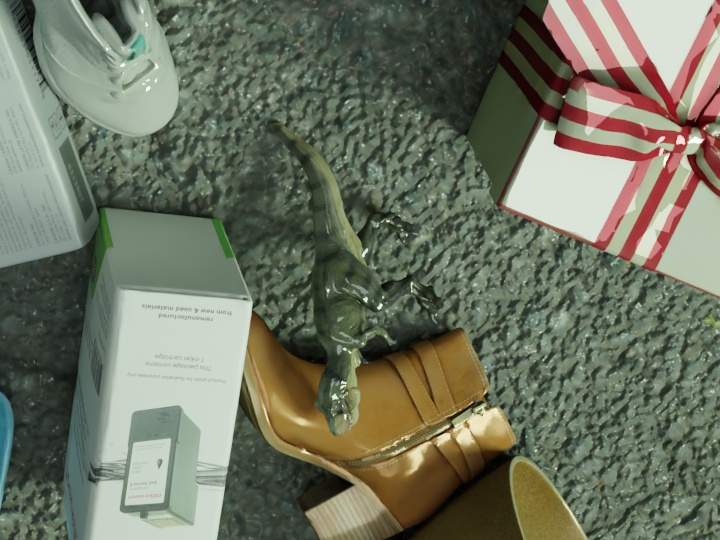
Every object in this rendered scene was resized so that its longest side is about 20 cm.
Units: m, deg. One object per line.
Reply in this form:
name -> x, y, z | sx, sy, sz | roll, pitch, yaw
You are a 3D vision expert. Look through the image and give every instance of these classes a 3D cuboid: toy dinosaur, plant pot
toy dinosaur -> 0.000, 0.000, 1.146 | 0.088, 0.047, 0.202 | -6, 83, -27
plant pot -> 0.063, 0.255, 1.223 | 0.199, 0.187, 0.187 | -30, 114, 14

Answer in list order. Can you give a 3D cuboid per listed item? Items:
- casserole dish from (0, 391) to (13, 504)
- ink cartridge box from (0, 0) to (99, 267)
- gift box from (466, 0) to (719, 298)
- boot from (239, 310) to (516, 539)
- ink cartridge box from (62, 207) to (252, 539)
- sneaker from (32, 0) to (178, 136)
casserole dish -> -0.285, 0.154, 1.142 | 0.121, 0.039, 0.202 | 1, 105, -52
ink cartridge box -> -0.278, -0.073, 1.097 | 0.198, 0.057, 0.164 | -11, 114, 15
gift box -> 0.174, -0.113, 1.080 | 0.183, 0.187, 0.201 | 16, 107, -10
boot -> 0.003, 0.077, 1.195 | 0.154, 0.074, 0.201 | -31, 113, -7
ink cartridge box -> -0.130, 0.081, 1.120 | 0.083, 0.146, 0.202 | 5, 110, -15
sneaker -> -0.144, -0.136, 1.034 | 0.075, 0.088, 0.200 | -41, 142, -13
